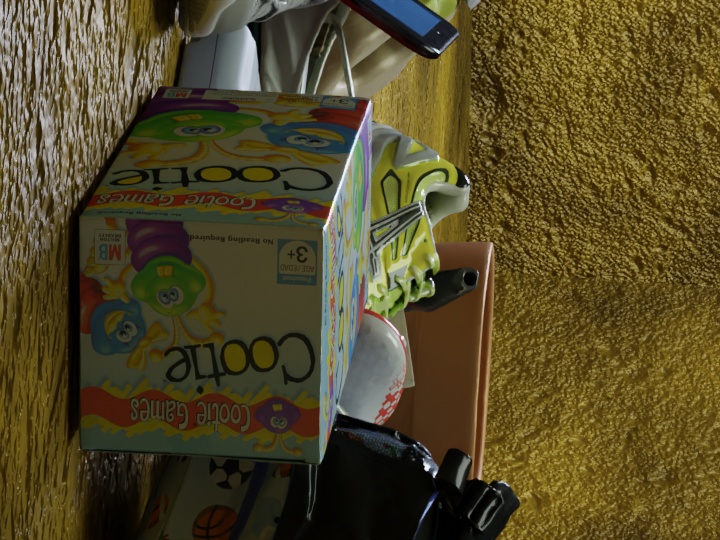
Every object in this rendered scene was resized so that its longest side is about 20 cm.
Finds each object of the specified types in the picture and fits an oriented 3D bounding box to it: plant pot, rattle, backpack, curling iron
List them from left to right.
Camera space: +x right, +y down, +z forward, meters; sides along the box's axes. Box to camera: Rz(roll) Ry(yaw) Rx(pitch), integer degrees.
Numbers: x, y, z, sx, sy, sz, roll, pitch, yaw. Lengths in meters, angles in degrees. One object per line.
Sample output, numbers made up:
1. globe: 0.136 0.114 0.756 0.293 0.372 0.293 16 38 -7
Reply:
1. backpack: -0.033 0.147 1.294 0.201 0.153 0.190 -64 175 2
2. rattle: -0.025 -0.169 1.922 0.130 0.143 0.200 -50 179 -19
3. plant pot: 0.015 0.076 1.923 0.200 0.139 0.201 5 90 -85
4. curling iron: 0.033 0.004 1.662 0.200 0.025 0.050 -168 -119 -77

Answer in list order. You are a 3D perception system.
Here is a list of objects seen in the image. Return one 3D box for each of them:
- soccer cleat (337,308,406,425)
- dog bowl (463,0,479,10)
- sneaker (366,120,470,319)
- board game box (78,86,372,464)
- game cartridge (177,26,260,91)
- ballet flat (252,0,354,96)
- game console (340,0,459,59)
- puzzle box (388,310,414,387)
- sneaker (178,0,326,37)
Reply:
1. soccer cleat: -0.039 0.087 1.410 0.200 0.068 0.085 -45 -165 46
2. dog bowl: 0.045 -0.271 1.887 0.201 0.058 0.200 59 4 -7
3. sneaker: 0.000 0.000 1.559 0.076 0.076 0.201 89 21 -54
4. board game box: -0.055 -0.003 1.246 0.200 0.104 0.104 -75 167 -70
5. game cartridge: -0.072 -0.017 1.457 0.200 0.041 0.134 86 5 -58
6. ballet flat: -0.037 -0.078 1.637 0.069 0.069 0.201 79 16 -72
7. game console: -0.002 -0.215 1.624 0.200 0.118 0.173 -59 153 -80
8. puzzle box: -0.011 0.009 1.745 0.200 0.025 0.134 169 -88 -77
9. sneaker: -0.043 -0.160 1.394 0.200 0.081 0.075 -72 165 -71
